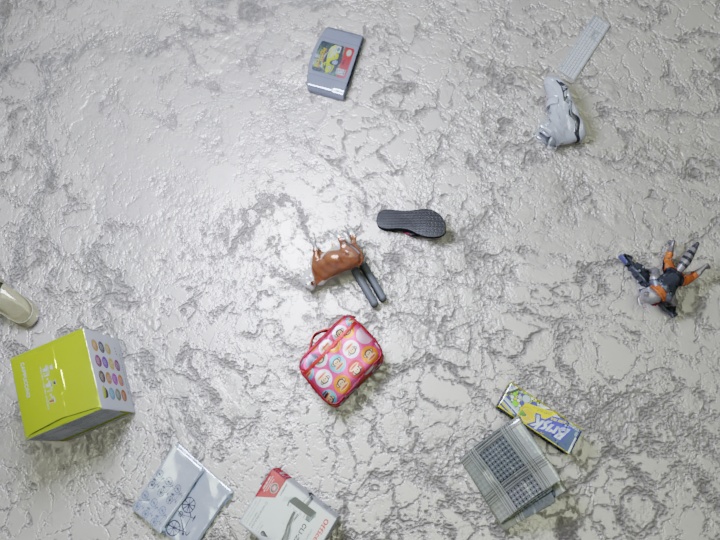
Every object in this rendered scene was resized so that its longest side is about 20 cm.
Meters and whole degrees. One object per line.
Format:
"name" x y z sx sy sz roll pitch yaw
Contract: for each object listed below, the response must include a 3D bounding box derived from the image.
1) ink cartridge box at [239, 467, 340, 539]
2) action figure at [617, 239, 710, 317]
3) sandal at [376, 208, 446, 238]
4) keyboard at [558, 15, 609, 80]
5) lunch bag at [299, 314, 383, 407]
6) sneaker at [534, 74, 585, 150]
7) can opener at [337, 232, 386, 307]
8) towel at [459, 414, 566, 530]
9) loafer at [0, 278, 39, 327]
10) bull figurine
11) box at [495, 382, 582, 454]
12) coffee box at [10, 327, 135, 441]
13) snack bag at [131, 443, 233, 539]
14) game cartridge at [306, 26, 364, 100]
"ink cartridge box" -0.165 0.591 1.526 0.197 0.084 0.146 32 80 11
"action figure" 0.747 0.001 1.592 0.200 0.105 0.193 43 73 11
"sandal" 0.137 -0.124 1.705 0.194 0.045 0.077 9 71 22
"keyboard" 0.627 -0.626 1.800 0.055 0.011 0.203 33 81 11
"lunch bag" -0.054 0.218 1.615 0.200 0.082 0.176 -44 73 -8
"sneaker" 0.515 -0.422 1.725 0.112 0.075 0.205 -22 79 -4
"can opener" 0.000 0.000 1.672 0.052 0.067 0.204 -29 80 -5
"towel" 0.355 0.479 1.506 0.191 0.034 0.203 -39 75 16
"loafer" -0.949 0.082 1.721 0.197 0.068 0.077 32 80 11
"bull figurine" -0.083 -0.031 1.648 0.195 0.065 0.125 -21 88 21
"box" 0.427 0.356 1.547 0.197 0.064 0.071 33 81 12
"coffee box" -0.705 0.286 1.585 0.194 0.198 0.205 -21 75 -1
"snack bag" -0.439 0.568 1.586 0.198 0.021 0.191 35 81 11
"game cartridge" -0.078 -0.595 1.837 0.129 0.041 0.206 14 78 12
